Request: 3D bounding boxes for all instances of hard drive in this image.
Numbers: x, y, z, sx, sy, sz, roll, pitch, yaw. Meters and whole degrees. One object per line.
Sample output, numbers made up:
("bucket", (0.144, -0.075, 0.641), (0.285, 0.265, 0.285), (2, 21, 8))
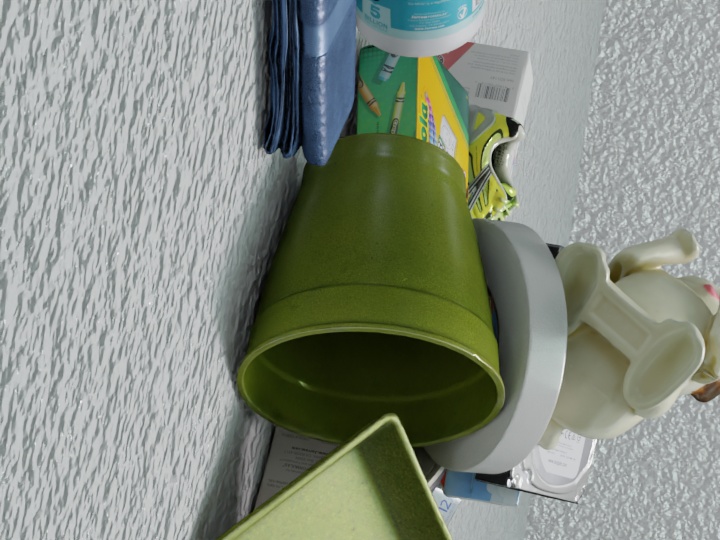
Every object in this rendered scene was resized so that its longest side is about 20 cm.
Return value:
("hard drive", (0.162, 0.087, 1.666), (0.140, 0.038, 0.201), (22, 79, -56))

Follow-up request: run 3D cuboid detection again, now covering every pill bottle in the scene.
("pill bottle", (0.045, -0.276, 1.595), (0.200, 0.110, 0.111), (88, 17, -45))

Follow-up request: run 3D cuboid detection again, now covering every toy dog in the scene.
("toy dog", (0.235, 0.065, 1.614), (0.200, 0.139, 0.194), (-12, 129, -55))

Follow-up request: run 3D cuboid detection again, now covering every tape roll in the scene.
("tape roll", (0.096, 0.059, 1.589), (0.203, 0.037, 0.204), (-27, -120, 60))

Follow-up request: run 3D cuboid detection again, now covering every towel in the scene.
("towel", (-0.035, -0.184, 1.439), (0.112, 0.048, 0.201), (-65, 161, -51))

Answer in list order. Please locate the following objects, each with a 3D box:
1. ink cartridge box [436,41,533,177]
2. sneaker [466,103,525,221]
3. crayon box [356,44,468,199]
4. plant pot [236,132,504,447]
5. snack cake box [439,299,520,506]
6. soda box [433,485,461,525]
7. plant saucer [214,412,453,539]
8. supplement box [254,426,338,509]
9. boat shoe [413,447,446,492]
("ink cartridge box", (0.089, -0.117, 1.931), (0.068, 0.116, 0.201), (71, 32, -68))
("sneaker", (0.097, -0.050, 1.804), (0.075, 0.076, 0.201), (7, 89, -62))
("crayon box", (0.045, -0.083, 1.727), (0.119, 0.058, 0.201), (38, 49, -58))
("plant pot", (0.014, 0.006, 1.540), (0.201, 0.200, 0.194), (79, 13, -60))
("snack cake box", (0.114, 0.094, 1.733), (0.115, 0.067, 0.201), (-145, -117, -86))
("soda box", (0.004, 0.265, 1.773), (0.068, 0.063, 0.200), (28, 90, -34))
("plant saucer", (-0.026, 0.234, 1.544), (0.200, 0.048, 0.200), (-36, 119, -22))
("supplement box", (-0.043, 0.214, 1.675), (0.126, 0.073, 0.201), (73, 29, -65))
("boat shoe", (0.043, 0.160, 1.685), (0.200, 0.072, 0.063), (-78, 165, -67))
